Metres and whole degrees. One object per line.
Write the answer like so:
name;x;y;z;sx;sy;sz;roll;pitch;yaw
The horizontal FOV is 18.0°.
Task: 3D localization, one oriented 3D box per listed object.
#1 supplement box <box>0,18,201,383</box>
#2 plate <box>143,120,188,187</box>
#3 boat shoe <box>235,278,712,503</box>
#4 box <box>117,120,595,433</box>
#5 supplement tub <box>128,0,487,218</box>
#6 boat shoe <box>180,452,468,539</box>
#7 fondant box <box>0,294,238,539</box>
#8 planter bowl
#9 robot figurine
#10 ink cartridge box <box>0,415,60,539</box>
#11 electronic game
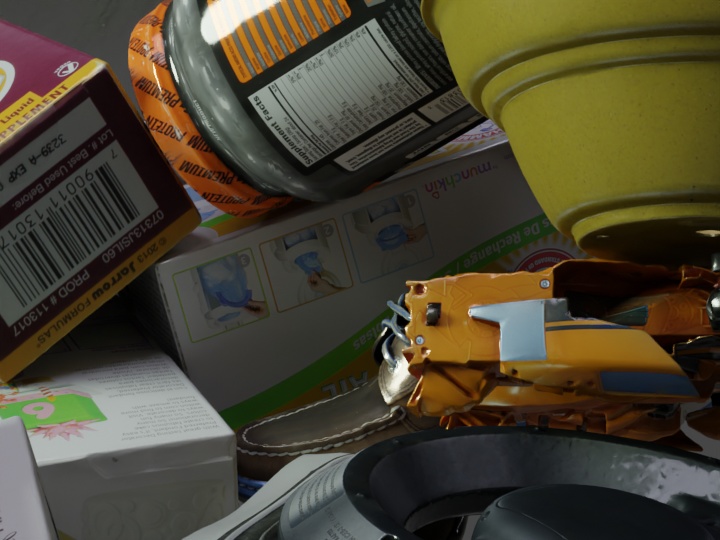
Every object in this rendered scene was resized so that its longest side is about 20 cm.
supplement box;-0.169;-0.042;0.977;0.110;0.086;0.200;-39;30;-16
plate;-0.066;-0.037;1.118;0.199;0.032;0.199;-30;-17;20
boat shoe;0.039;0.041;0.903;0.199;0.073;0.072;-15;15;-4
box;0.000;0.000;1.012;0.199;0.102;0.112;-20;18;-15
supplement tub;0.012;-0.107;0.900;0.199;0.123;0.123;-29;10;26
boat shoe;-0.018;0.108;0.751;0.063;0.071;0.200;-8;17;24
fondant box;-0.146;0.067;0.933;0.143;0.059;0.200;-7;18;-19
planter bowl;0.118;-0.047;0.765;0.199;0.084;0.200;3;-10;0
robot figurine;0.119;0.035;0.801;0.198;0.059;0.145;1;-15;10
ink cartridge box;-0.121;0.087;0.725;0.044;0.177;0.200;-18;18;-8
electronic game;0.073;0.092;0.699;0.198;0.042;0.200;7;14;-2
